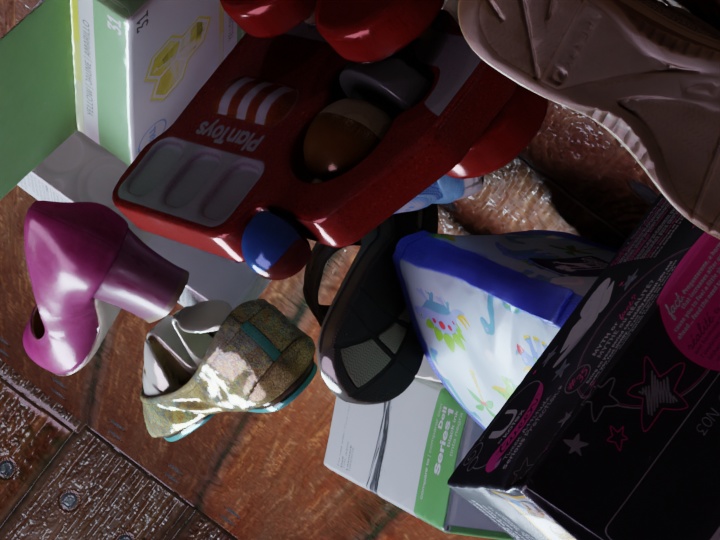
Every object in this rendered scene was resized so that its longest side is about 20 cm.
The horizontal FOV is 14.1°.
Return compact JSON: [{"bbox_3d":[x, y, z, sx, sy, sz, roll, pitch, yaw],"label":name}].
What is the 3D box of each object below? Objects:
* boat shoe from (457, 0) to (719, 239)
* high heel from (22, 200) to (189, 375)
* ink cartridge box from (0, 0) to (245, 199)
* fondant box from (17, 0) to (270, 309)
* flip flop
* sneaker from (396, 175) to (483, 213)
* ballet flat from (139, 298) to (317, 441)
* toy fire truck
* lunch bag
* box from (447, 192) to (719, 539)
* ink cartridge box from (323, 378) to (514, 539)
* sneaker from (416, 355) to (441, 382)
[{"bbox_3d":[0.135,-0.077,1.230,0.200,0.071,0.065,37,-158,1],"label":"boat shoe"},{"bbox_3d":[-0.172,0.002,1.637,0.096,0.068,0.200,31,153,-17],"label":"high heel"},{"bbox_3d":[-0.132,-0.100,1.475,0.048,0.200,0.146,34,154,15],"label":"ink cartridge box"},{"bbox_3d":[-0.112,-0.080,1.670,0.200,0.144,0.058,36,165,5],"label":"fondant box"},{"bbox_3d":[0.000,0.000,1.584,0.057,0.200,0.081,-11,129,17],"label":"flip flop"},{"bbox_3d":[-0.029,-0.073,1.552,0.200,0.090,0.079,15,122,48],"label":"sneaker"},{"bbox_3d":[-0.085,0.049,1.613,0.071,0.071,0.200,40,159,-13],"label":"ballet flat"},{"bbox_3d":[-0.018,-0.069,1.402,0.112,0.168,0.200,46,165,-35],"label":"toy fire truck"},{"bbox_3d":[0.127,0.052,1.536,0.200,0.128,0.170,36,171,-37],"label":"lunch bag"},{"bbox_3d":[0.158,0.057,1.303,0.132,0.200,0.115,40,169,-10],"label":"box"},{"bbox_3d":[0.082,0.110,1.790,0.146,0.085,0.200,9,-175,-24],"label":"ink cartridge box"},{"bbox_3d":[0.085,0.029,1.711,0.199,0.085,0.075,12,-174,4],"label":"sneaker"}]
